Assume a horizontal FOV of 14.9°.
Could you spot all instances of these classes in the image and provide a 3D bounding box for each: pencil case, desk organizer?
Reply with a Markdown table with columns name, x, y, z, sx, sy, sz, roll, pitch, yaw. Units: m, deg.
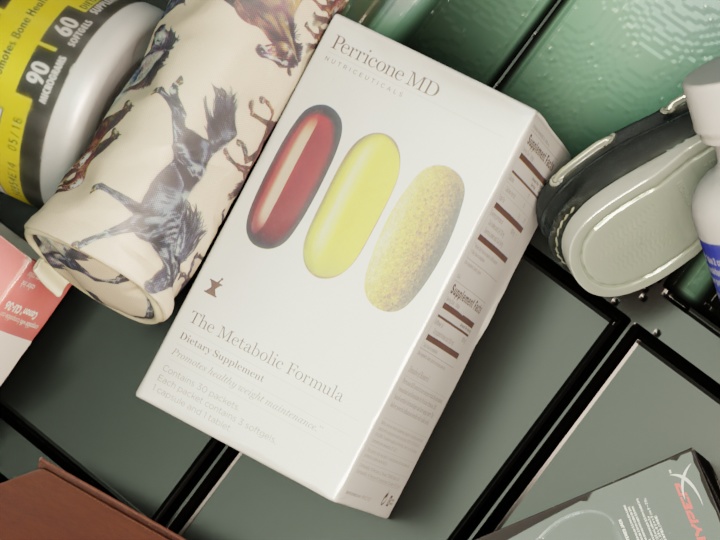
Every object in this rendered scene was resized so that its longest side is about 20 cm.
| name | x | y | z | sx | sy | sz | roll | pitch | yaw |
| --- | --- | --- | --- | --- | --- | --- | --- | --- | --- |
| pencil case | -0.081 | -0.073 | 1.273 | 0.078 | 0.089 | 0.200 | 34 | 79 | -26 |
| desk organizer | -0.106 | 0.167 | 1.272 | 0.200 | 0.077 | 0.072 | 26 | 116 | 30 |

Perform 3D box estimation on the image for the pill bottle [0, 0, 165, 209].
| name | x | y | z | sx | sy | sz | roll | pitch | yaw |
| --- | --- | --- | --- | --- | --- | --- | --- | --- | --- |
| pill bottle | -0.200 | -0.110 | 1.355 | 0.200 | 0.114 | 0.115 | 23 | 87 | 16 |

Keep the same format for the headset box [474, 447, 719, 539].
| name | x | y | z | sx | sy | sz | roll | pitch | yaw |
| --- | --- | --- | --- | --- | --- | --- | --- | --- | --- |
| headset box | 0.093 | 0.189 | 1.257 | 0.200 | 0.077 | 0.149 | -25 | 76 | 9 |

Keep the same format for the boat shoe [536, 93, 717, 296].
| name | x | y | z | sx | sy | sz | roll | pitch | yaw |
| --- | --- | --- | --- | --- | --- | --- | --- | --- | --- |
| boat shoe | 0.174 | -0.061 | 1.282 | 0.200 | 0.076 | 0.060 | -24 | 35 | -6 |

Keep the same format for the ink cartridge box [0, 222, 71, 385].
| name | x | y | z | sx | sy | sz | roll | pitch | yaw |
| --- | --- | --- | --- | --- | --- | --- | --- | --- | --- |
| ink cartridge box | -0.252 | 0.049 | 1.365 | 0.116 | 0.067 | 0.200 | 35 | 91 | 16 |

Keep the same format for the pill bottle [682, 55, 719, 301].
| name | x | y | z | sx | sy | sz | roll | pitch | yaw |
| --- | --- | --- | --- | --- | --- | --- | --- | --- | --- |
| pill bottle | 0.211 | -0.003 | 1.207 | 0.112 | 0.112 | 0.200 | -18 | 102 | 10 |

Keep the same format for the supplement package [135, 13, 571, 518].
| name | x | y | z | sx | sy | sz | roll | pitch | yaw |
| --- | --- | --- | --- | --- | --- | --- | --- | --- | --- |
| supplement package | 0.000 | 0.000 | 1.291 | 0.114 | 0.110 | 0.200 | 26 | 88 | 16 |
